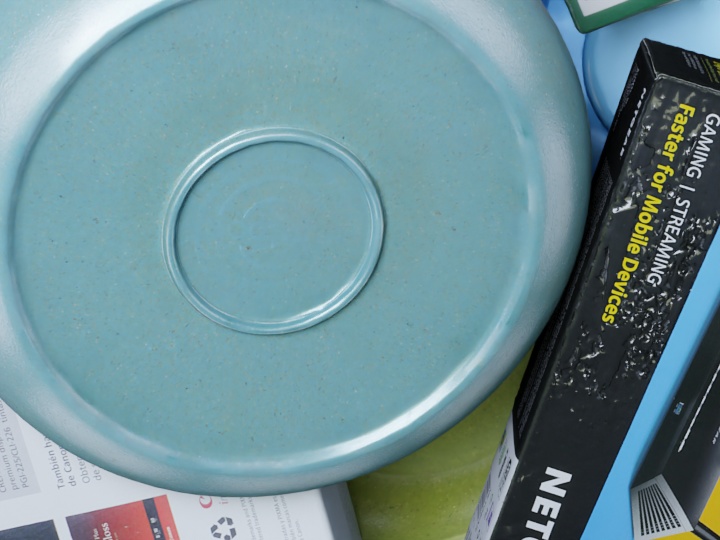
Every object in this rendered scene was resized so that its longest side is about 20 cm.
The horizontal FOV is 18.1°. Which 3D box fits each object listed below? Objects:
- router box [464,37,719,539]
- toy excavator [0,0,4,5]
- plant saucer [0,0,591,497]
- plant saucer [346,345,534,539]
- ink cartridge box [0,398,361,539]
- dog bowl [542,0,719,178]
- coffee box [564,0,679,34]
[{"bbox_3d":[0.128,0.044,0.720,0.148,0.051,0.201,16,110,-4],"label":"router box"},{"bbox_3d":[-0.161,-0.115,0.710,0.199,0.195,0.100,-7,125,1],"label":"toy excavator"},{"bbox_3d":[-0.026,-0.015,0.655,0.199,0.027,0.201,-5,117,-10],"label":"plant saucer"},{"bbox_3d":[0.000,0.000,0.792,0.199,0.031,0.201,9,111,24],"label":"plant saucer"},{"bbox_3d":[-0.103,0.051,0.751,0.175,0.084,0.201,-13,108,4],"label":"ink cartridge box"},{"bbox_3d":[0.146,-0.044,0.771,0.200,0.050,0.112,38,101,8],"label":"dog bowl"},{"bbox_3d":[0.048,-0.185,0.683,0.044,0.123,0.200,-18,129,14],"label":"coffee box"}]
